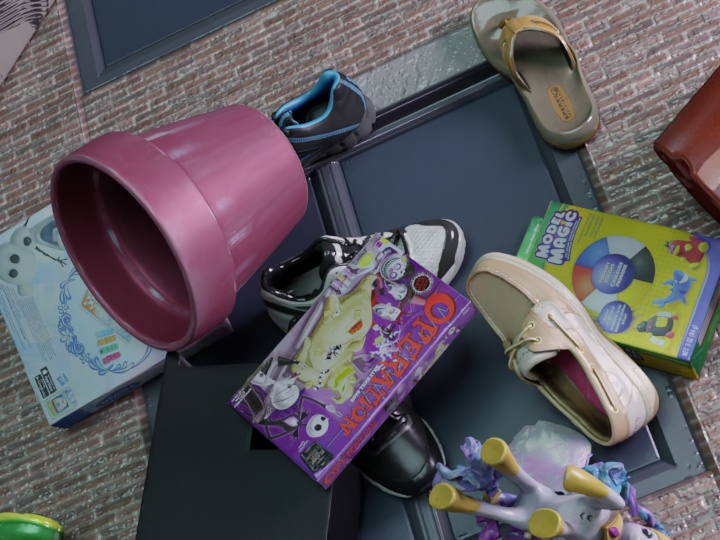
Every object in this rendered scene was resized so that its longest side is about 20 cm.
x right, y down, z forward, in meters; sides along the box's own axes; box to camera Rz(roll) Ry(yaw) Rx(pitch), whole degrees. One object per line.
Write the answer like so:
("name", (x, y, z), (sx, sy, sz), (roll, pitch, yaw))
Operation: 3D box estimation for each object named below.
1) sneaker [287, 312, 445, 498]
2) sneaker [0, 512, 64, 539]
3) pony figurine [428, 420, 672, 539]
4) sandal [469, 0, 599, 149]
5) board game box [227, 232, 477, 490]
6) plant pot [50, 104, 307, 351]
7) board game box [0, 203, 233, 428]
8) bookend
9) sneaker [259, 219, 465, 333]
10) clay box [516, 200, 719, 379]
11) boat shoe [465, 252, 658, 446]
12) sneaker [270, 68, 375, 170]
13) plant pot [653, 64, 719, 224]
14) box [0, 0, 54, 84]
("sneaker", (-0.006, 0.118, 1.391), (0.076, 0.088, 0.200), (-42, 56, -1))
("sneaker", (-0.353, 0.291, 1.466), (0.199, 0.074, 0.084), (-31, 54, 17))
("pony figurine", (0.146, 0.194, 1.248), (0.192, 0.199, 0.168), (7, 74, 43))
("sandal", (0.166, -0.202, 1.500), (0.080, 0.054, 0.201), (-29, 57, 7))
("board game box", (-0.008, 0.075, 1.347), (0.120, 0.032, 0.200), (36, 80, 27))
("plant pot", (-0.153, -0.055, 1.431), (0.199, 0.201, 0.179), (30, 50, 32))
("board game box", (-0.253, 0.019, 1.543), (0.198, 0.043, 0.201), (-29, 74, 9))
("bookend", (-0.082, 0.174, 1.394), (0.197, 0.092, 0.202), (-5, 62, 19))
("sneaker", (0.000, 0.000, 1.450), (0.199, 0.088, 0.076), (-24, 56, 9))
("clay box", (0.216, 0.012, 1.374), (0.199, 0.048, 0.116), (15, 72, 28))
("boat shoe", (0.159, 0.066, 1.318), (0.200, 0.074, 0.069), (42, 46, 15))
("sneaker", (-0.081, -0.123, 1.550), (0.200, 0.082, 0.073), (-41, 58, 1))
("plant pot", (0.361, -0.120, 1.302), (0.195, 0.201, 0.201), (-44, 56, 6))
("box", (-0.414, -0.293, 1.782), (0.068, 0.082, 0.201), (21, 76, 29))
